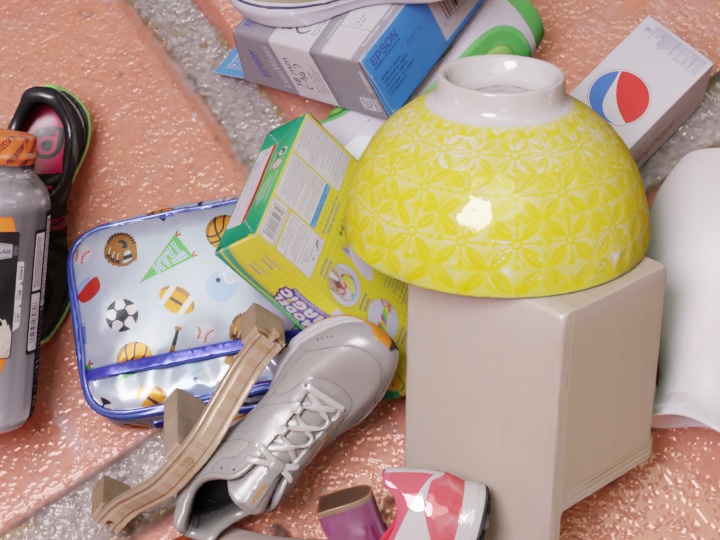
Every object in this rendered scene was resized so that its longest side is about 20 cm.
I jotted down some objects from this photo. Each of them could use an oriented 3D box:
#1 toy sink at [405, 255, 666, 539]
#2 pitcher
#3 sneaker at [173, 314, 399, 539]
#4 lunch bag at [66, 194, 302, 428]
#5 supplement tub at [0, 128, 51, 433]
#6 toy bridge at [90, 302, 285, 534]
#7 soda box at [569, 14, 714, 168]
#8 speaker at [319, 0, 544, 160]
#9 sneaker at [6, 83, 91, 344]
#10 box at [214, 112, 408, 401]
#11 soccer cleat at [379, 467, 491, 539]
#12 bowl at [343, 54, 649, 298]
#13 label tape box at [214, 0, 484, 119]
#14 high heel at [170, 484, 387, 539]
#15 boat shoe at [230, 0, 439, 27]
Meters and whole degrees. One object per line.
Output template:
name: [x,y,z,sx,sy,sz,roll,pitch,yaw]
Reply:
toy sink: [0.114,0.079,0.960,0.112,0.201,0.130,-22,32,-38]
pitcher: [0.227,0.020,1.013,0.171,0.121,0.201,7,81,23]
sneaker: [-0.049,0.114,0.961,0.076,0.092,0.200,38,117,-17]
lunch bag: [-0.105,0.033,1.047,0.199,0.076,0.161,-10,72,2]
supplement tub: [-0.275,0.003,0.989,0.122,0.123,0.201,7,98,7]
toy bridge: [-0.116,0.108,0.973,0.027,0.067,0.200,32,114,-23]
soda box: [0.169,-0.090,1.073,0.064,0.068,0.200,42,78,18]
speaker: [0.046,-0.130,1.088,0.088,0.088,0.200,40,78,16]
sneaker: [-0.247,-0.043,1.074,0.077,0.084,0.201,2,80,4]
box: [0.000,0.000,1.004,0.200,0.048,0.118,42,49,-26]
soccer cleat: [0.022,0.219,0.939,0.073,0.068,0.201,18,103,0]
bowl: [0.086,-0.074,0.924,0.199,0.108,0.200,-1,26,0]
label tape box: [-0.019,-0.200,1.080,0.200,0.063,0.144,20,65,41]
high heel: [-0.066,0.218,0.990,0.199,0.067,0.096,-17,103,14]
boat shoe: [-0.012,-0.217,0.996,0.200,0.062,0.072,-3,53,32]
